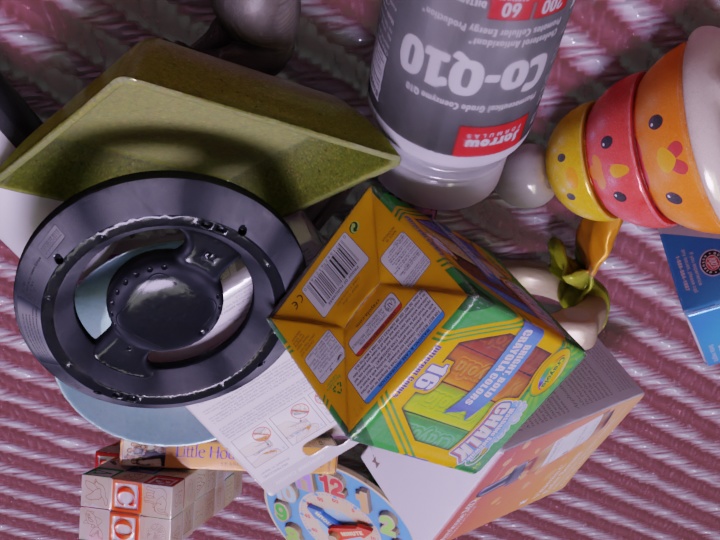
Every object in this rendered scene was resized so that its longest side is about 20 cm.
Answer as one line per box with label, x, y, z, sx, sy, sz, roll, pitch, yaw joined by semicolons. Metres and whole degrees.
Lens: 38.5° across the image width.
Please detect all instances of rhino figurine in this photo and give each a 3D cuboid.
rhino figurine;-0.067;-0.191;0.611;0.087;0.060;0.201;-8;143;-22

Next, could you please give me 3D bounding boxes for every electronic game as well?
electronic game;-0.133;0.019;0.705;0.198;0.042;0.201;-8;129;-9

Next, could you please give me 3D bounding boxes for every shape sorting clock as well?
shape sorting clock;-0.023;0.287;1.153;0.198;0.039;0.201;17;128;23

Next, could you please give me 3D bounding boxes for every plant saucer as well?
plant saucer;-0.108;-0.084;0.669;0.198;0.048;0.199;11;161;-37
plant saucer;-0.145;0.053;0.827;0.199;0.039;0.203;-7;125;-11

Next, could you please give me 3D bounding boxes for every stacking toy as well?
stacking toy;0.185;-0.078;0.744;0.199;0.147;0.146;-13;143;37

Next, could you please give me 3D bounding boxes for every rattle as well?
rattle;0.107;-0.014;0.844;0.198;0.131;0.144;14;134;20

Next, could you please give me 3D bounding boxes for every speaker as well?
speaker;-0.251;-0.076;0.724;0.080;0.082;0.200;-15;139;14

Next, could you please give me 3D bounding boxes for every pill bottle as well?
pill bottle;0.065;-0.139;0.645;0.113;0.115;0.201;2;141;-7

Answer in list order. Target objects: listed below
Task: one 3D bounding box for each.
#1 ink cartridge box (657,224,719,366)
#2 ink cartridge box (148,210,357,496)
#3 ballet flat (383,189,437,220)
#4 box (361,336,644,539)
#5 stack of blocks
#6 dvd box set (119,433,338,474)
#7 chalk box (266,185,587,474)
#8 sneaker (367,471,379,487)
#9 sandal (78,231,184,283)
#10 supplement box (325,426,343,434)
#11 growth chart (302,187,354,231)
ink cartridge box;0.330;-0.034;0.771;0.198;0.147;0.086;-19;138;18
ink cartridge box;-0.060;0.070;0.811;0.160;0.050;0.200;-31;128;6
ballet flat;0.000;0.000;0.843;0.199;0.072;0.069;-35;154;33
box;0.127;0.140;0.925;0.199;0.107;0.153;-12;144;-40
stack of blocks;-0.196;0.204;0.986;0.114;0.059;0.200;4;-177;11
dvd box set;-0.129;0.161;0.998;0.198;0.030;0.146;5;-176;-11
chalk box;0.060;0.051;0.720;0.199;0.124;0.125;24;110;-47
sneaker;0.039;0.231;1.154;0.199;0.074;0.084;-32;106;37
sandal;-0.163;0.007;0.851;0.200;0.050;0.083;-2;149;4
supplement box;-0.033;0.089;0.952;0.198;0.074;0.127;5;141;-8
growth chart;-0.090;-0.082;0.780;0.199;0.018;0.145;23;134;-29
